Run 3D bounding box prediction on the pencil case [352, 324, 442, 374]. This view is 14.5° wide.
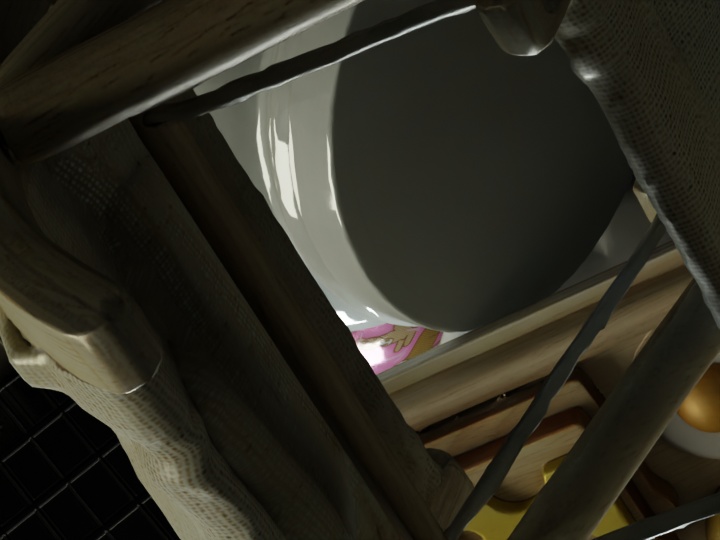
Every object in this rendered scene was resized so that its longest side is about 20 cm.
[{"bbox_3d":[0.000,0.000,0.914,0.087,0.083,0.200,61,146,33],"label":"pencil case"}]

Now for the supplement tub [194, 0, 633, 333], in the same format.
[{"bbox_3d":[-0.035,-0.065,0.760,0.200,0.145,0.145,17,150,41],"label":"supplement tub"}]

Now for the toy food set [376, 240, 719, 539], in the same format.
[{"bbox_3d":[0.088,0.071,0.698,0.144,0.200,0.060,55,-159,-27],"label":"toy food set"}]

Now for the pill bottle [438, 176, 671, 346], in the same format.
[{"bbox_3d":[0.077,0.050,0.853,0.120,0.120,0.200,50,171,8],"label":"pill bottle"}]

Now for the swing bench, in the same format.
[{"bbox_3d":[0.037,-0.011,0.530,0.130,0.200,0.199,43,168,47],"label":"swing bench"}]
